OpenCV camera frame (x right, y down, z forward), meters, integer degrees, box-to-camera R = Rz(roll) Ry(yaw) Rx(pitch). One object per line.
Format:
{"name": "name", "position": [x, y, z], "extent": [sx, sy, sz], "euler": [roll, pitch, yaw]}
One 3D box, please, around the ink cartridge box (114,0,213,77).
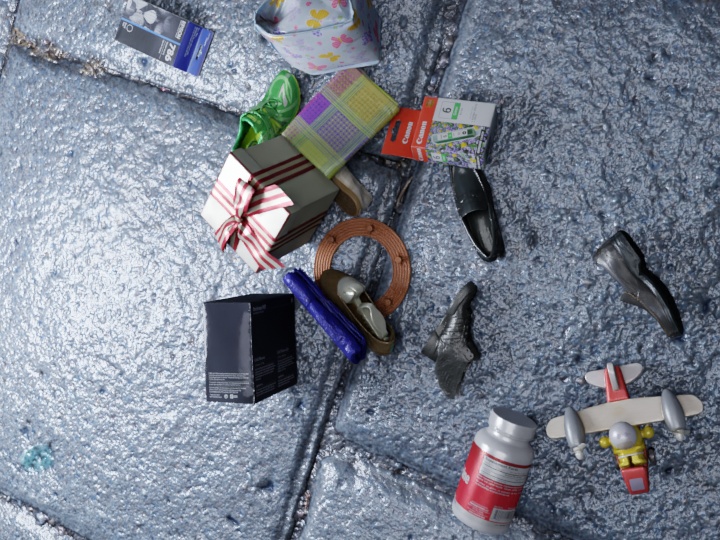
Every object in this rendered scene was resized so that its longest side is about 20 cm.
{"name": "ink cartridge box", "position": [-0.402, -0.479, 1.705], "extent": [0.198, 0.039, 0.101], "euler": [25, 100, 15]}

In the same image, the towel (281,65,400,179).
{"name": "towel", "position": [-0.034, -0.282, 1.563], "extent": [0.200, 0.023, 0.144], "euler": [-46, 74, -3]}

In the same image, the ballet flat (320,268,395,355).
{"name": "ballet flat", "position": [0.002, 0.069, 1.556], "extent": [0.067, 0.072, 0.201], "euler": [-31, 81, -26]}

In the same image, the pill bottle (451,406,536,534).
{"name": "pill bottle", "position": [0.243, 0.355, 1.493], "extent": [0.111, 0.112, 0.203], "euler": [20, 99, 16]}

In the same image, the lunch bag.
{"name": "lunch bag", "position": [-0.078, -0.446, 1.519], "extent": [0.197, 0.169, 0.129], "euler": [-8, 75, 19]}

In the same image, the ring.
{"name": "ring", "position": [0.000, 0.000, 1.605], "extent": [0.197, 0.019, 0.204], "euler": [1, 94, 19]}

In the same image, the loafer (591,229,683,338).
{"name": "loafer", "position": [0.474, 0.032, 1.423], "extent": [0.072, 0.072, 0.202], "euler": [-37, 72, 26]}

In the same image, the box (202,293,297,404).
{"name": "box", "position": [-0.206, 0.142, 1.589], "extent": [0.102, 0.200, 0.185], "euler": [0, 93, 19]}

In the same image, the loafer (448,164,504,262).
{"name": "loafer", "position": [0.207, -0.114, 1.500], "extent": [0.067, 0.070, 0.203], "euler": [-20, 86, 18]}

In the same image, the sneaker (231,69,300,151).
{"name": "sneaker", "position": [-0.182, -0.292, 1.616], "extent": [0.074, 0.083, 0.202], "euler": [34, 102, 14]}

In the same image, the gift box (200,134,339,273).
{"name": "gift box", "position": [-0.161, -0.119, 1.538], "extent": [0.200, 0.186, 0.186], "euler": [41, 129, 15]}

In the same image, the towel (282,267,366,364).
{"name": "towel", "position": [-0.060, 0.084, 1.569], "extent": [0.049, 0.148, 0.200], "euler": [-41, 80, -4]}

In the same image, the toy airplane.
{"name": "toy airplane", "position": [0.442, 0.252, 1.404], "extent": [0.198, 0.141, 0.202], "euler": [34, 103, 14]}

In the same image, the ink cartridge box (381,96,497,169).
{"name": "ink cartridge box", "position": [0.139, -0.253, 1.505], "extent": [0.197, 0.050, 0.110], "euler": [10, 70, 17]}

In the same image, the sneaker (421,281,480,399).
{"name": "sneaker", "position": [0.186, 0.128, 1.530], "extent": [0.104, 0.060, 0.201], "euler": [36, 109, 15]}

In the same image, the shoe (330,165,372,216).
{"name": "shoe", "position": [-0.058, -0.183, 1.601], "extent": [0.053, 0.070, 0.200], "euler": [-37, 73, -28]}
